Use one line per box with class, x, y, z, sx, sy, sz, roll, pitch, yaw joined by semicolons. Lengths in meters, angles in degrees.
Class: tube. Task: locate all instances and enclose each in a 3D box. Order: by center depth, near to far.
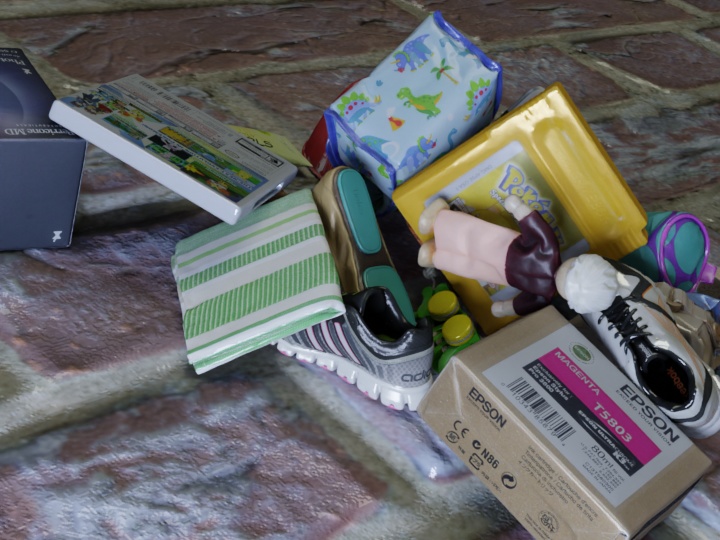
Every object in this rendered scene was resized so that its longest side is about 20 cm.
tube;-0.153;-0.144;1.448;0.198;0.052;0.059;3;71;-35

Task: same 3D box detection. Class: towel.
towel;-0.097;0.005;1.161;0.151;0.024;0.201;-23;33;1

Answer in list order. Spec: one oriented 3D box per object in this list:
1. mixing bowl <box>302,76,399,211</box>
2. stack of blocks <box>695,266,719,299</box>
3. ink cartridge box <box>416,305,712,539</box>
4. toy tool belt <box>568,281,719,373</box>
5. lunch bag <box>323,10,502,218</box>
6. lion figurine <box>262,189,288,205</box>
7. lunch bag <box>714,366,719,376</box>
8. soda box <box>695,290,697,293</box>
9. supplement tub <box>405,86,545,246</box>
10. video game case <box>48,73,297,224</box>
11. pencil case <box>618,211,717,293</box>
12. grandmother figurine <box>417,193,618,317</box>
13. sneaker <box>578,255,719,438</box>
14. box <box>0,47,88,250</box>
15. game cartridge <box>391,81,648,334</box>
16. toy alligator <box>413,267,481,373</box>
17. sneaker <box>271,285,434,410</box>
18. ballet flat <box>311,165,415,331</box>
mixing bowl;0.038;-0.166;1.529;0.197;0.110;0.201;14;28;-8
stack of blocks;0.449;0.026;1.413;0.198;0.116;0.059;-9;37;-39
ink cartridge box;0.170;0.138;1.058;0.200;0.076;0.164;45;37;19
toy tool belt;0.303;0.067;1.228;0.197;0.127;0.123;-2;12;27
lunch bag;0.057;-0.151;1.362;0.170;0.200;0.127;-42;72;-10
lion figurine;-0.054;-0.049;1.327;0.198;0.073;0.123;29;19;-10
lunch bag;0.443;0.052;1.316;0.198;0.162;0.075;-9;37;-41
soda box;0.279;-0.004;1.424;0.068;0.064;0.200;-2;35;-34
supplement tub;0.150;-0.083;1.325;0.123;0.200;0.123;47;8;-9
video game case;-0.172;-0.121;1.219;0.198;0.022;0.182;31;21;5
pencil case;0.261;-0.016;1.321;0.092;0.086;0.199;40;-23;-32
grandmother figurine;0.145;-0.012;1.169;0.198;0.123;0.060;22;43;34
sneaker;0.251;0.057;1.135;0.201;0.074;0.080;52;14;30
box;-0.385;-0.118;1.189;0.198;0.124;0.199;-4;36;-35
game cartridge;0.156;-0.056;1.235;0.177;0.199;0.032;53;26;-9
toy alligator;0.075;0.052;1.226;0.054;0.060;0.201;-30;38;0
sneaker;-0.013;0.044;1.145;0.198;0.088;0.074;27;30;22
ballet flat;0.000;0.000;1.229;0.068;0.063;0.203;0;67;-46
